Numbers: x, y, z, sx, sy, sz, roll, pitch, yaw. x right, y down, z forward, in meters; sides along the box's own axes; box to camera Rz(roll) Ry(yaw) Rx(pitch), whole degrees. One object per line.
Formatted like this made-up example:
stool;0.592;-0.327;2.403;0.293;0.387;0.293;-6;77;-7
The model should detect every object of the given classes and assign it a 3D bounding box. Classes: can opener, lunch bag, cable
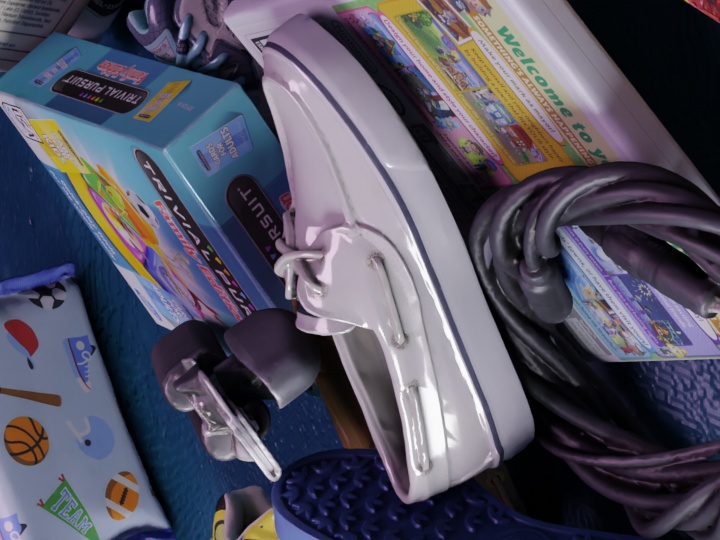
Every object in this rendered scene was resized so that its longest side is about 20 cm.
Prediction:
can opener;-0.049;0.046;1.246;0.053;0.067;0.200;53;178;-9
lunch bag;-0.208;0.110;1.586;0.200;0.123;0.171;-33;75;49
cable;0.102;0.032;1.085;0.163;0.051;0.200;48;155;-14

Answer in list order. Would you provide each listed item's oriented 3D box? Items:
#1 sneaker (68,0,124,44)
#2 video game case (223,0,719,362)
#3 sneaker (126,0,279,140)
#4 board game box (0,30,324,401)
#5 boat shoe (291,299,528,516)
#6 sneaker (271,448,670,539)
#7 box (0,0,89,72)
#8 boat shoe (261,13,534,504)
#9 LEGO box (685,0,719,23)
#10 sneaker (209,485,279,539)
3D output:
sneaker;-0.168;-0.200;1.464;0.088;0.075;0.200;-46;65;36
video game case;0.057;-0.041;1.115;0.200;0.022;0.182;50;154;-20
sneaker;-0.060;-0.099;1.302;0.078;0.086;0.201;-27;83;57
board game box;-0.075;-0.026;1.313;0.151;0.047;0.200;56;164;-25
boat shoe;0.027;0.052;1.225;0.074;0.069;0.201;29;140;61
sneaker;0.056;0.135;1.166;0.199;0.070;0.078;17;131;15
box;-0.167;-0.202;1.333;0.200;0.128;0.109;-52;56;25
boat shoe;0.000;0.000;1.122;0.072;0.066;0.201;32;150;59
LEGO box;0.138;-0.194;0.968;0.149;0.077;0.201;39;133;44
sneaker;-0.020;0.146;1.352;0.200;0.075;0.077;1;104;55
